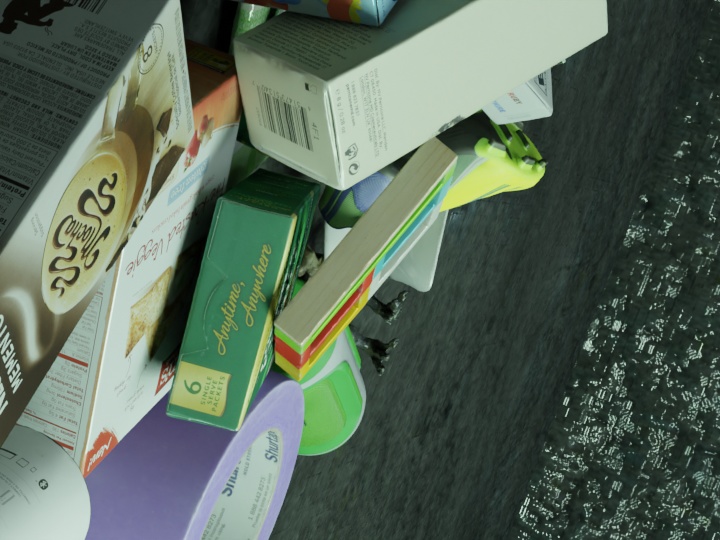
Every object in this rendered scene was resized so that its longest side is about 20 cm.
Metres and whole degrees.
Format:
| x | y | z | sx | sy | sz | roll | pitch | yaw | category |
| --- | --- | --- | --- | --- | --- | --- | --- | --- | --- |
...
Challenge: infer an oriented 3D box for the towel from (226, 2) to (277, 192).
| x | y | z | sx | sy | sz | roll | pitch | yaw | category |
| --- | --- | --- | --- | --- | --- | --- | --- | --- | --- |
| -0.048 | -0.152 | 1.228 | 0.149 | 0.031 | 0.200 | -48 | 159 | -50 | towel |

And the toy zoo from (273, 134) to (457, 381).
| x | y | z | sx | sy | sz | roll | pitch | yaw | category |
| --- | --- | --- | --- | --- | --- | --- | --- | --- | --- |
| 0.000 | 0.000 | 1.157 | 0.131 | 0.020 | 0.200 | -50 | 175 | -9 | toy zoo |

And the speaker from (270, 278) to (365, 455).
| x | y | z | sx | sy | sz | roll | pitch | yaw | category |
| --- | --- | --- | --- | --- | --- | --- | --- | --- | --- |
| -0.045 | 0.069 | 1.441 | 0.200 | 0.088 | 0.088 | 72 | 42 | -69 | speaker |

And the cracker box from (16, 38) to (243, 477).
| x | y | z | sx | sy | sz | roll | pitch | yaw | category |
| --- | --- | --- | --- | --- | --- | --- | --- | --- | --- |
| -0.124 | -0.008 | 1.075 | 0.134 | 0.058 | 0.200 | -49 | 158 | -58 | cracker box |

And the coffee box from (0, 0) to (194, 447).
| x | y | z | sx | sy | sz | roll | pitch | yaw | category |
| --- | --- | --- | --- | --- | --- | --- | --- | --- | --- |
| -0.153 | -0.029 | 0.883 | 0.113 | 0.080 | 0.200 | 90 | 25 | -59 | coffee box |

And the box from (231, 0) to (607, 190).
| x | y | z | sx | sy | sz | roll | pitch | yaw | category |
| --- | --- | --- | --- | --- | --- | --- | --- | --- | --- |
| 0.035 | -0.123 | 1.087 | 0.200 | 0.082 | 0.068 | -31 | 130 | -29 | box |

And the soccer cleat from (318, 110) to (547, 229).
| x | y | z | sx | sy | sz | roll | pitch | yaw | category |
| --- | --- | --- | --- | --- | --- | --- | --- | --- | --- |
| 0.045 | -0.063 | 1.309 | 0.084 | 0.065 | 0.200 | -47 | 159 | 30 | soccer cleat |

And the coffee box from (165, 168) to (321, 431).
| x | y | z | sx | sy | sz | roll | pitch | yaw | category |
| --- | --- | --- | --- | --- | --- | --- | --- | --- | --- |
| -0.063 | 0.011 | 1.156 | 0.200 | 0.044 | 0.123 | -65 | 171 | -83 | coffee box |

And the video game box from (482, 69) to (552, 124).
| x | y | z | sx | sy | sz | roll | pitch | yaw | category |
| --- | --- | --- | --- | --- | --- | --- | --- | --- | --- |
| 0.066 | -0.214 | 1.262 | 0.182 | 0.047 | 0.200 | 41 | 44 | -60 | video game box |

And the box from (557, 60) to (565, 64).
| x | y | z | sx | sy | sz | roll | pitch | yaw | category |
| --- | --- | --- | --- | --- | --- | --- | --- | --- | --- |
| 0.110 | -0.221 | 1.258 | 0.200 | 0.040 | 0.137 | -60 | 135 | -58 | box |

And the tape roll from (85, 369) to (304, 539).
| x | y | z | sx | sy | sz | roll | pitch | yaw | category |
| --- | --- | --- | --- | --- | --- | --- | --- | --- | --- |
| -0.115 | 0.145 | 1.294 | 0.200 | 0.085 | 0.200 | 22 | 90 | -76 | tape roll |

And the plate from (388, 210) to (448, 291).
| x | y | z | sx | sy | sz | roll | pitch | yaw | category |
| --- | --- | --- | --- | --- | --- | --- | --- | --- | --- |
| 0.034 | -0.091 | 1.452 | 0.200 | 0.032 | 0.200 | -162 | -97 | -78 | plate |

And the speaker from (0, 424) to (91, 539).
| x | y | z | sx | sy | sz | roll | pitch | yaw | category |
| --- | --- | --- | --- | --- | --- | --- | --- | --- | --- |
| -0.204 | 0.141 | 0.949 | 0.200 | 0.081 | 0.081 | -41 | 150 | -64 | speaker |

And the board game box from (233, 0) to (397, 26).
| x | y | z | sx | sy | sz | roll | pitch | yaw | category |
| --- | --- | --- | --- | --- | --- | --- | --- | --- | --- |
| 0.000 | -0.233 | 1.076 | 0.105 | 0.103 | 0.200 | 80 | 32 | -43 | board game box |

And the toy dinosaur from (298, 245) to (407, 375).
| x | y | z | sx | sy | sz | roll | pitch | yaw | category |
| --- | --- | --- | --- | --- | --- | --- | --- | --- | --- |
| -0.013 | 0.028 | 1.497 | 0.047 | 0.088 | 0.200 | -58 | 163 | -18 | toy dinosaur |

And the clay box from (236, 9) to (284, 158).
| x | y | z | sx | sy | sz | roll | pitch | yaw | category |
| --- | --- | --- | --- | --- | --- | --- | --- | --- | --- |
| -0.004 | -0.139 | 1.251 | 0.115 | 0.048 | 0.200 | -69 | 168 | 20 | clay box |

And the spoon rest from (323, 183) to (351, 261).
| x | y | z | sx | sy | sz | roll | pitch | yaw | category |
| --- | --- | --- | --- | --- | --- | --- | --- | --- | --- |
| -0.006 | -0.071 | 1.373 | 0.099 | 0.061 | 0.200 | 70 | 28 | -69 | spoon rest |
